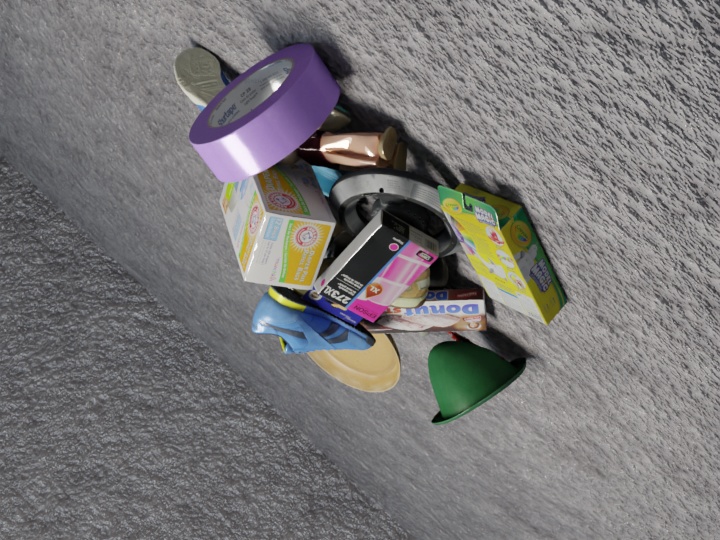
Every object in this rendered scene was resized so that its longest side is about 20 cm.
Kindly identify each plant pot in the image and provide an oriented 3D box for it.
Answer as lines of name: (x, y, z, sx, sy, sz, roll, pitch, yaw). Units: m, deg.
plant pot: (-0.018, 0.108, 1.928, 0.198, 0.028, 0.202, 25, 143, 21)

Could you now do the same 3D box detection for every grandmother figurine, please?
grandmother figurine: (-0.043, -0.160, 1.617, 0.197, 0.061, 0.122, 4, 145, 30)

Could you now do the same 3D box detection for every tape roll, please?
tape roll: (-0.124, -0.204, 1.592, 0.066, 0.200, 0.199, 52, 162, -26)

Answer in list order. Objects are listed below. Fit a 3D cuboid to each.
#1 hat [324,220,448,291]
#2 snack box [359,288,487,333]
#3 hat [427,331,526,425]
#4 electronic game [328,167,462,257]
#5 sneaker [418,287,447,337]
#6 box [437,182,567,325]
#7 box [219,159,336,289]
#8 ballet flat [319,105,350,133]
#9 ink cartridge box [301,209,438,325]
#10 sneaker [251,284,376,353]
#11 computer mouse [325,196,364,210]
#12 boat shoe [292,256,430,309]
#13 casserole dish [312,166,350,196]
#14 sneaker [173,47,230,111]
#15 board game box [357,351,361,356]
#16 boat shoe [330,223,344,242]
hat: (0.039, -0.022, 1.792, 0.197, 0.082, 0.203, 7, 134, 7)
snack box: (0.083, 0.060, 1.792, 0.196, 0.025, 0.072, -2, 139, 9)
hat: (0.126, 0.111, 1.831, 0.178, 0.165, 0.199, 57, 147, -1)
electronic game: (0.053, -0.073, 1.628, 0.196, 0.042, 0.201, 13, 153, 7)
sneaker: (0.047, 0.024, 1.874, 0.199, 0.100, 0.078, 38, 177, 26)
box: (0.175, -0.030, 1.545, 0.117, 0.048, 0.201, 28, 158, 48)
box: (-0.116, -0.079, 1.680, 0.201, 0.100, 0.114, -114, 38, -51)
ballet flat: (-0.081, -0.208, 1.706, 0.199, 0.069, 0.070, 28, 157, 54)
ink cartridge box: (0.010, 0.008, 1.648, 0.094, 0.037, 0.200, 27, 131, -21)
sneaker: (-0.068, 0.085, 1.739, 0.198, 0.079, 0.066, 23, -169, -36)
computer mouse: (-0.101, -0.103, 1.888, 0.199, 0.139, 0.047, 29, 121, 45)
boat shoe: (0.000, 0.000, 1.720, 0.072, 0.196, 0.077, -95, 11, -47)
casserole dish: (-0.070, -0.168, 1.831, 0.199, 0.039, 0.122, 29, 157, 47)
sneaker: (-0.215, -0.249, 1.903, 0.200, 0.076, 0.112, 46, 164, 28)
board game box: (-0.019, 0.018, 1.973, 0.201, 0.135, 0.035, 50, 165, -16)
boat shoe: (-0.054, -0.022, 1.858, 0.072, 0.201, 0.065, 39, 144, -12)
